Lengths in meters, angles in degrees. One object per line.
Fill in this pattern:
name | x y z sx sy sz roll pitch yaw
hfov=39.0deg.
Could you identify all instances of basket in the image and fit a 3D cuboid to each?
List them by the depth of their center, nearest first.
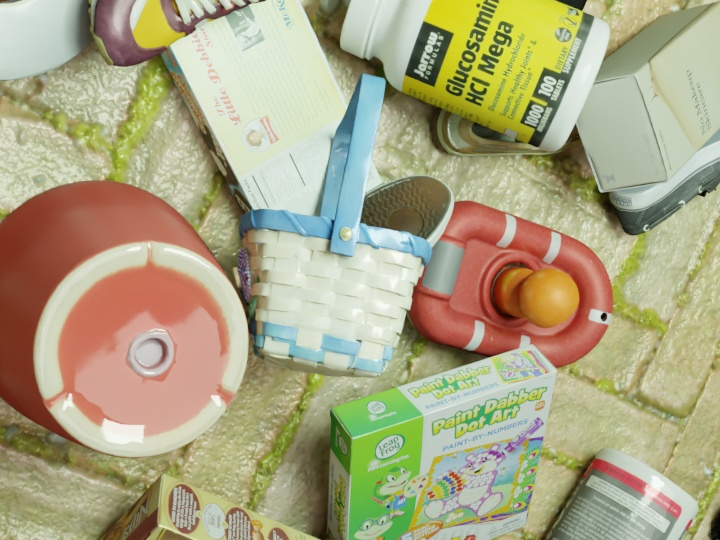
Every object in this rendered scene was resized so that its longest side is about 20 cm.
basket | -0.018 -0.026 0.737 0.138 0.176 0.202 14 80 -4

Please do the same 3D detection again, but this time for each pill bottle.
pill bottle | 0.090 -0.183 0.825 0.199 0.112 0.113 22 87 4
pill bottle | 0.232 0.284 0.990 0.111 0.111 0.201 38 80 -24

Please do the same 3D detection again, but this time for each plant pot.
plant pot | -0.173 0.041 0.728 0.199 0.177 0.202 -4 99 -25

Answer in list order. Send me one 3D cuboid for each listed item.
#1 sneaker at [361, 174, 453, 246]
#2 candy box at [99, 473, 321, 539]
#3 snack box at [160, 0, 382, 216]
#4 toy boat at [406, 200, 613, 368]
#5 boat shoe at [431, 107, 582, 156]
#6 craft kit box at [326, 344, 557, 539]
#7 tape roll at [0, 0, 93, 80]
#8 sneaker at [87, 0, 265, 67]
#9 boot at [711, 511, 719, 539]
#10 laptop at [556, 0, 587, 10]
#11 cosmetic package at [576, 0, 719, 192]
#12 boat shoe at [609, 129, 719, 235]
sneaker | 0.000 0.000 0.867 0.200 0.085 0.073 -43 71 -14
candy box | -0.107 0.251 0.827 0.199 0.055 0.115 31 119 -25
snack box | -0.074 -0.132 0.828 0.116 0.037 0.201 -32 110 -20
toy boat | 0.145 0.020 0.901 0.199 0.131 0.131 16 91 -26
boat shoe | 0.166 -0.136 0.919 0.199 0.076 0.072 -16 104 -23
craft kit box | 0.068 0.176 0.891 0.199 0.049 0.199 -15 126 -22
tape roll | -0.258 -0.231 0.682 0.199 0.066 0.202 -13 110 -40
sneaker | -0.110 -0.215 0.733 0.200 0.090 0.075 -56 146 -31
boot | 0.470 0.270 1.126 0.161 0.073 0.200 5 96 -22
laptop | 0.136 -0.347 0.914 0.186 0.116 0.201 8 122 -25
cosmetic package | 0.278 -0.163 0.934 0.200 0.073 0.104 -40 114 -40
boat shoe | 0.330 -0.099 1.012 0.199 0.070 0.067 -35 127 -20
